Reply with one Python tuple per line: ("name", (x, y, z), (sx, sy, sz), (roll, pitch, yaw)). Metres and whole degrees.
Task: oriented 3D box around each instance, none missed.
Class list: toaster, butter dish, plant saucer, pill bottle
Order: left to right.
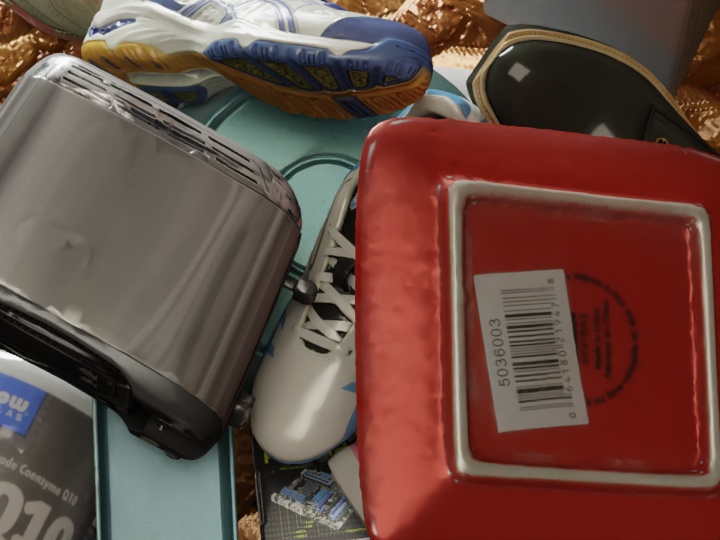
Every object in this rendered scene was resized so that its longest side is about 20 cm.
("pill bottle", (-0.181, 0.107, 1.083), (0.113, 0.114, 0.201), (21, 70, 9))
("toaster", (-0.122, -0.010, 1.000), (0.199, 0.114, 0.130), (28, 73, 1))
("plant saucer", (-0.097, 0.086, 1.049), (0.070, 0.019, 0.201), (-2, 78, -9))
("plant saucer", (-0.017, -0.025, 1.095), (0.199, 0.027, 0.201), (0, 82, 0))
("butter dish", (0.072, 0.047, 0.980), (0.198, 0.148, 0.201), (5, 74, -21))

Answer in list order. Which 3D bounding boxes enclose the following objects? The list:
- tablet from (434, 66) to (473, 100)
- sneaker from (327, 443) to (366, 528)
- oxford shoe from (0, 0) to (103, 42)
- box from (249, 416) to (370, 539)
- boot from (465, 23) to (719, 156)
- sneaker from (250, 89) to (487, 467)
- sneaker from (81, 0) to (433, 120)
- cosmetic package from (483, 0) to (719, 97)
("tablet", (0.050, -0.048, 1.160), (0.199, 0.014, 0.131), (5, 77, 5))
("sneaker", (0.081, 0.138, 1.033), (0.105, 0.075, 0.200), (-43, 85, -4))
("oxford shoe", (-0.136, -0.157, 1.167), (0.199, 0.075, 0.071), (27, 80, 10))
("box", (0.048, 0.139, 1.096), (0.199, 0.044, 0.161), (-7, 74, 1))
("boot", (0.153, -0.041, 1.041), (0.199, 0.138, 0.078), (30, 100, -23))
("sneaker", (0.000, 0.000, 1.036), (0.072, 0.073, 0.201), (22, 76, 28))
("sneaker", (-0.049, -0.130, 1.056), (0.199, 0.075, 0.089), (10, 71, 30))
("cosmetic package", (0.156, -0.226, 1.094), (0.123, 0.199, 0.201), (25, 77, 10))
